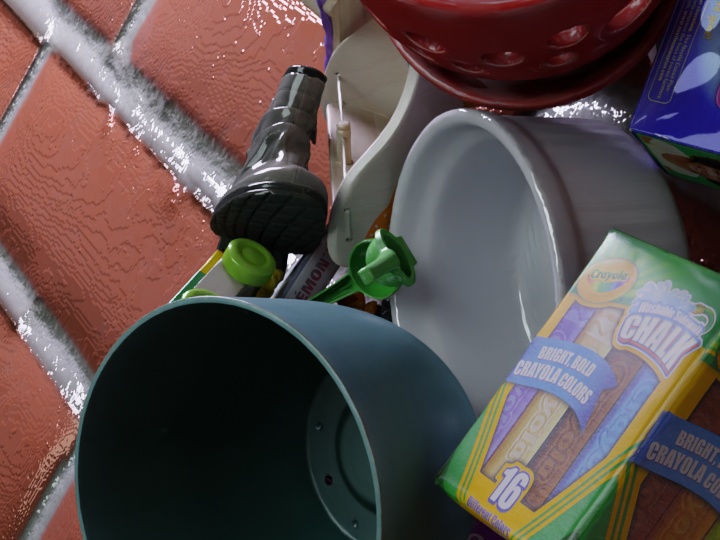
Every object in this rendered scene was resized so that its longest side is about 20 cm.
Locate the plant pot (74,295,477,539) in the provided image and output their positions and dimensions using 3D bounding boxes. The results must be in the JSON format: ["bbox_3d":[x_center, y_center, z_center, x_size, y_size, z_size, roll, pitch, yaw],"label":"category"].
[{"bbox_3d":[-0.027,0.107,0.954,0.199,0.161,0.202,3,96,34],"label":"plant pot"}]

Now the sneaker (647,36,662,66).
[{"bbox_3d":[0.232,-0.191,1.018,0.201,0.080,0.075,-60,34,7],"label":"sneaker"}]

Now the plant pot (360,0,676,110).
[{"bbox_3d":[0.083,-0.191,0.924,0.199,0.183,0.202,-4,73,14],"label":"plant pot"}]

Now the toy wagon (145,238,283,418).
[{"bbox_3d":[-0.104,0.049,1.087,0.156,0.039,0.200,-58,-2,33],"label":"toy wagon"}]

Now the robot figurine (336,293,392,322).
[{"bbox_3d":[-0.009,0.109,1.170,0.144,0.058,0.202,-16,60,45],"label":"robot figurine"}]

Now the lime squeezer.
[{"bbox_3d":[0.000,0.000,1.015,0.200,0.070,0.038,152,104,-71],"label":"lime squeezer"}]

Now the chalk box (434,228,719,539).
[{"bbox_3d":[0.157,0.069,0.846,0.201,0.124,0.124,-54,28,-1],"label":"chalk box"}]

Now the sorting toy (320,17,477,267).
[{"bbox_3d":[0.035,-0.127,1.121,0.200,0.106,0.181,-95,9,-59],"label":"sorting toy"}]

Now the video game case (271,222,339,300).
[{"bbox_3d":[-0.083,0.069,1.196,0.183,0.023,0.200,-58,7,-35],"label":"video game case"}]

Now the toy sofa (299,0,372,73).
[{"bbox_3d":[-0.017,-0.213,1.230,0.098,0.083,0.200,-48,-8,-7],"label":"toy sofa"}]

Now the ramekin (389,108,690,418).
[{"bbox_3d":[0.101,0.007,1.007,0.200,0.097,0.202,21,113,62],"label":"ramekin"}]

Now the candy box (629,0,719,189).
[{"bbox_3d":[0.262,-0.111,0.899,0.199,0.077,0.170,19,84,33],"label":"candy box"}]

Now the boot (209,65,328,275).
[{"bbox_3d":[-0.052,-0.075,1.139,0.200,0.067,0.132,137,148,-75],"label":"boot"}]

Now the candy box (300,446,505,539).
[{"bbox_3d":[0.008,0.151,1.064,0.117,0.056,0.200,-49,60,8],"label":"candy box"}]
